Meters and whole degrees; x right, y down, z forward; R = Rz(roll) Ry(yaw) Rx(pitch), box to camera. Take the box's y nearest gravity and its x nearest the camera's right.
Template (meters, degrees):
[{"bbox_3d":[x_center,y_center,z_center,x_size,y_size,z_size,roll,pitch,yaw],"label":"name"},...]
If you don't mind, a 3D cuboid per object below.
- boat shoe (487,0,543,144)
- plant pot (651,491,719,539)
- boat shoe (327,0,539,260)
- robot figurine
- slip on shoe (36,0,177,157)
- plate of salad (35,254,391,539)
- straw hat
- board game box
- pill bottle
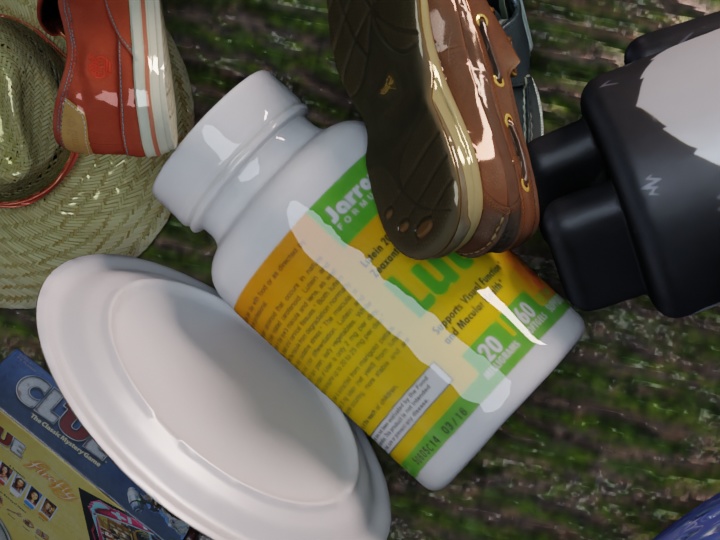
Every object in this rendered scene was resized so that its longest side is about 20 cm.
[{"bbox_3d":[0.047,-0.114,1.161,0.073,0.062,0.201,-8,88,4],"label":"boat shoe"},{"bbox_3d":[0.180,0.201,1.080,0.179,0.200,0.201,-22,87,11],"label":"plant pot"},{"bbox_3d":[0.035,-0.097,1.107,0.067,0.072,0.201,4,64,-36],"label":"boat shoe"},{"bbox_3d":[0.178,-0.054,1.116,0.199,0.125,0.151,-20,86,4],"label":"robot figurine"},{"bbox_3d":[-0.126,-0.138,1.139,0.061,0.074,0.201,-8,57,-1],"label":"slip on shoe"},{"bbox_3d":[-0.071,0.070,1.107,0.200,0.200,0.048,43,114,5],"label":"plate of salad"},{"bbox_3d":[-0.184,-0.081,1.168,0.200,0.085,0.202,0,88,5],"label":"straw hat"},{"bbox_3d":[-0.116,0.144,1.140,0.200,0.136,0.035,39,47,4],"label":"board game box"},{"bbox_3d":[0.000,0.000,1.137,0.200,0.111,0.111,43,92,5],"label":"pill bottle"}]
